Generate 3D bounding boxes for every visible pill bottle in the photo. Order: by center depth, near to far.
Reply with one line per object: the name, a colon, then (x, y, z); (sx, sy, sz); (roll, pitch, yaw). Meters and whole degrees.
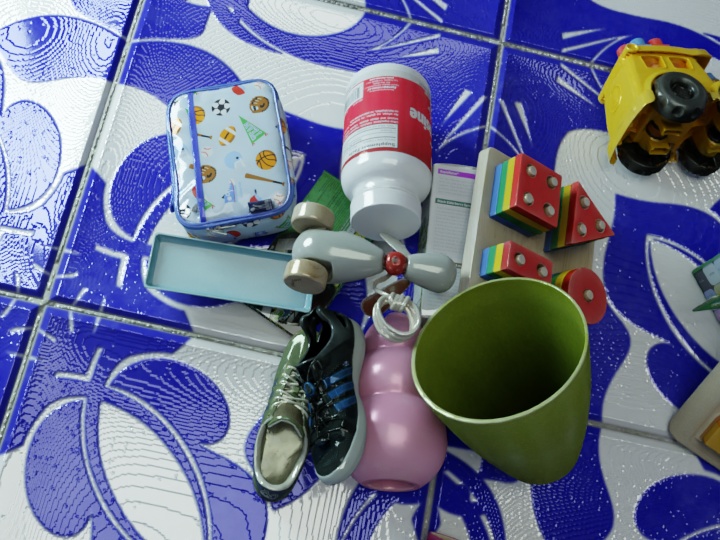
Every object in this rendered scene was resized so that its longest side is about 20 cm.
pill bottle: (0.033, -0.144, 1.031); (0.111, 0.113, 0.202); (5, 62, -6)

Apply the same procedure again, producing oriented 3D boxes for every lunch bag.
lunch bag: (-0.163, -0.131, 1.032); (0.159, 0.076, 0.202); (-8, 70, -1)

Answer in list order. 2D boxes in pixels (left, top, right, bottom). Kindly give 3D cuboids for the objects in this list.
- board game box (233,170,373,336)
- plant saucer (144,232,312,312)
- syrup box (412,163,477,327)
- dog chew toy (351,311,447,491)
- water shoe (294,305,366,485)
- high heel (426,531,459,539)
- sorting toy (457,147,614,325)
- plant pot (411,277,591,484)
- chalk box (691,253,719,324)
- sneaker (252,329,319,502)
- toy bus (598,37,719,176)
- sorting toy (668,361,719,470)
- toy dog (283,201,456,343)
board game box: (-0.058, -0.019, 1.043); (0.104, 0.023, 0.201); (33, 72, 6)
plant saucer: (-0.153, 0.004, 1.004); (0.198, 0.019, 0.071); (9, 72, -5)
syrup box: (0.113, -0.023, 1.036); (0.081, 0.079, 0.202); (9, 71, -4)
dog chew toy: (0.039, 0.145, 0.957); (0.123, 0.125, 0.202); (7, 63, -5)
water shoe: (-0.042, 0.131, 0.898); (0.079, 0.071, 0.201); (32, 40, -32)
high heel: (0.173, 0.327, 0.940); (0.198, 0.067, 0.097); (-10, 84, 3)
sorting toy: (0.225, -0.027, 1.009); (0.198, 0.069, 0.202); (24, 65, -29)
plant pot: (0.175, 0.144, 0.922); (0.186, 0.201, 0.188); (-16, 41, 14)
chalk box: (0.516, 0.018, 1.052); (0.199, 0.125, 0.125); (-22, 76, -12)
sneaker: (-0.074, 0.161, 0.940); (0.067, 0.090, 0.202); (15, 77, -1)
toy bus: (0.425, -0.238, 1.130); (0.198, 0.136, 0.193); (1, 56, -9)
sorting toy: (0.501, 0.183, 0.990); (0.199, 0.036, 0.186); (35, 111, 7)
toy dog: (0.000, 0.000, 0.962); (0.199, 0.096, 0.132); (31, 70, 6)
